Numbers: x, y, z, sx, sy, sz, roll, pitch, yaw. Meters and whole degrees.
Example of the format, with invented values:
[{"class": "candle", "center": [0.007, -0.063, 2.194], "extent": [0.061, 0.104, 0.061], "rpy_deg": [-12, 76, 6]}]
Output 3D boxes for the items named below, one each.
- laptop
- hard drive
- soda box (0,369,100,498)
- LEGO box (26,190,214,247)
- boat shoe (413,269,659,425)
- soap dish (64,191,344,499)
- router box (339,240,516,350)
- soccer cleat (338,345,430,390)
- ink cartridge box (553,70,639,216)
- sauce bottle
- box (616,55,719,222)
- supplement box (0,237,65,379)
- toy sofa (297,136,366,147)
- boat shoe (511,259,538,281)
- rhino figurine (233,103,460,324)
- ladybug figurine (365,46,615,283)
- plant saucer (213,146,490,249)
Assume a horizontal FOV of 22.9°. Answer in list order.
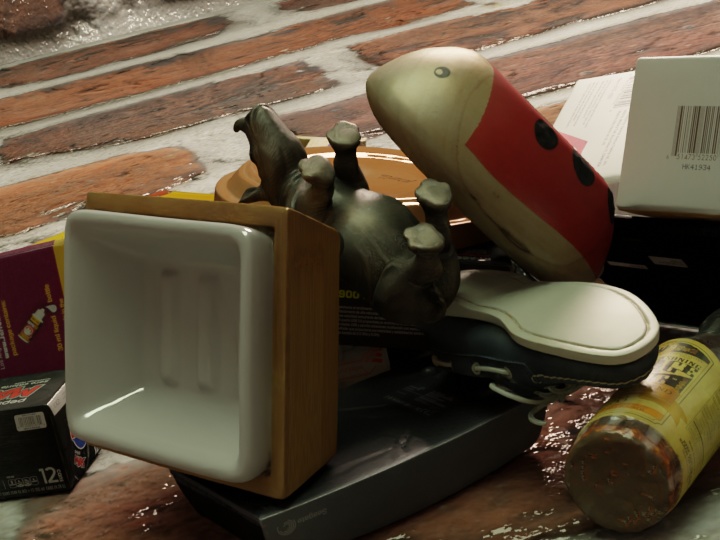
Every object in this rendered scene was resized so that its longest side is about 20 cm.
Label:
[{"class": "laptop", "center": [0.253, -0.015, 1.160], "extent": [0.177, 0.200, 0.104], "rpy_deg": [6, 62, 49]}, {"class": "hard drive", "center": [0.002, 0.108, 1.055], "extent": [0.199, 0.043, 0.135], "rpy_deg": [-21, 19, -27]}, {"class": "soda box", "center": [-0.282, 0.118, 1.199], "extent": [0.199, 0.064, 0.071], "rpy_deg": [-8, 17, 13]}, {"class": "LEGO box", "center": [-0.190, 0.003, 1.476], "extent": [0.200, 0.078, 0.149], "rpy_deg": [-27, 22, -38]}, {"class": "boat shoe", "center": [0.098, 0.044, 1.016], "extent": [0.075, 0.062, 0.200], "rpy_deg": [-23, 20, -33]}, {"class": "soap dish", "center": [-0.092, 0.036, 1.034], "extent": [0.081, 0.158, 0.199], "rpy_deg": [-4, 7, -41]}, {"class": "router box", "center": [0.000, 0.000, 1.176], "extent": [0.199, 0.063, 0.150], "rpy_deg": [3, 15, 1]}, {"class": "soccer cleat", "center": [-0.025, 0.067, 1.170], "extent": [0.199, 0.069, 0.085], "rpy_deg": [-21, 14, -39]}, {"class": "ink cartridge box", "center": [0.242, -0.085, 1.338], "extent": [0.199, 0.085, 0.145], "rpy_deg": [-6, 38, 37]}, {"class": "sauce bottle", "center": [0.178, 0.075, 0.996], "extent": [0.066, 0.066, 0.200], "rpy_deg": [-3, 19, 30]}, {"class": "box", "center": [0.275, -0.067, 1.108], "extent": [0.199, 0.098, 0.124], "rpy_deg": [9, -2, -40]}, {"class": "supplement box", "center": [-0.263, 0.043, 1.288], "extent": [0.199, 0.104, 0.131], "rpy_deg": [-13, 0, 13]}, {"class": "toy sofa", "center": [-0.022, -0.051, 1.474], "extent": [0.097, 0.083, 0.200], "rpy_deg": [3, 16, 6]}, {"class": "boat shoe", "center": [0.084, -0.011, 1.349], "extent": [0.060, 0.074, 0.200], "rpy_deg": [-53, 40, 3]}, {"class": "rhino figurine", "center": [-0.015, -0.037, 1.045], "extent": [0.060, 0.088, 0.200], "rpy_deg": [-32, 51, -28]}, {"class": "ladybug figurine", "center": [0.088, -0.064, 1.068], "extent": [0.072, 0.200, 0.136], "rpy_deg": [-44, 30, 8]}, {"class": "plant saucer", "center": [0.002, -0.052, 1.185], "extent": [0.199, 0.033, 0.200], "rpy_deg": [3, 17, -1]}]
